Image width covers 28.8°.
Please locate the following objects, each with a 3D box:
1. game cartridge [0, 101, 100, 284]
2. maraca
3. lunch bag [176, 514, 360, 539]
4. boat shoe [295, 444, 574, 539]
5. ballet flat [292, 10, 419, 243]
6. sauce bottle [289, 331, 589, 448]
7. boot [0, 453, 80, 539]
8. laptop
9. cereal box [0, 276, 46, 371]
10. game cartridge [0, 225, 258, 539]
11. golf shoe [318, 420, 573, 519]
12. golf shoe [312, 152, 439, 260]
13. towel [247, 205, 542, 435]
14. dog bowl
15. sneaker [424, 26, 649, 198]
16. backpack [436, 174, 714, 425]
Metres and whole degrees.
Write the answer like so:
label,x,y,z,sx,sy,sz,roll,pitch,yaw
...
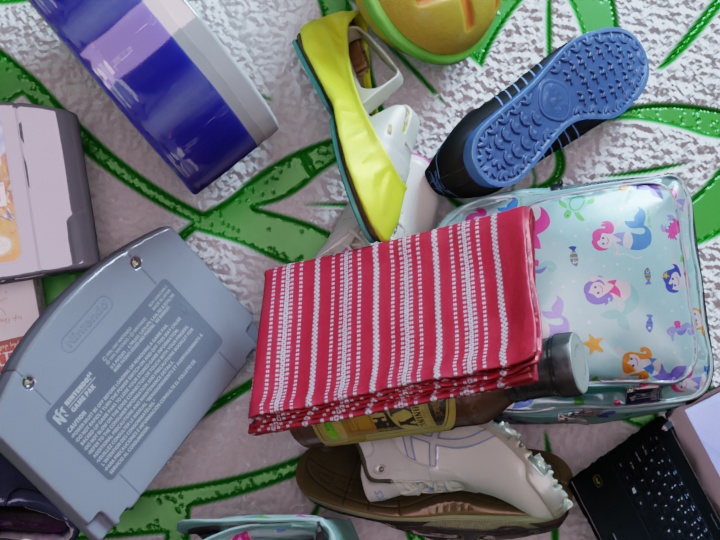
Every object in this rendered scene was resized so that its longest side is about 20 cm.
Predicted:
label,x,y,z,sx,sy,sz,roll,pitch,yaw
game cartridge,-0.295,-0.051,1.002,0.199,0.042,0.134,-10,90,-6
maraca,0.052,-0.247,1.036,0.137,0.107,0.201,22,66,-36
lunch bag,-0.089,0.232,0.953,0.200,0.170,0.122,-40,78,-4
boat shoe,0.054,0.166,1.015,0.200,0.066,0.072,1,47,9
ballet flat,0.005,-0.113,1.007,0.067,0.067,0.200,-25,56,9
sauce bottle,0.048,0.073,0.916,0.199,0.065,0.065,-12,85,22
boot,-0.285,0.132,0.974,0.199,0.090,0.073,13,122,-12
laptop,0.276,0.178,1.000,0.200,0.103,0.178,-23,84,-44
cereal box,-0.312,-0.001,1.034,0.143,0.040,0.201,-12,85,-3
game cartridge,-0.168,0.070,0.979,0.133,0.040,0.200,52,57,-21
golf shoe,0.051,0.132,0.966,0.200,0.078,0.097,30,75,36
golf shoe,0.000,0.000,1.019,0.075,0.092,0.200,30,83,3
towel,0.022,0.030,0.909,0.199,0.023,0.145,-13,44,18
dog bowl,-0.149,-0.152,0.973,0.079,0.200,0.200,-40,87,-2
sneaker,0.129,-0.118,1.043,0.200,0.078,0.070,-34,101,-30
backpack,0.143,0.023,0.996,0.199,0.151,0.178,-5,79,5
